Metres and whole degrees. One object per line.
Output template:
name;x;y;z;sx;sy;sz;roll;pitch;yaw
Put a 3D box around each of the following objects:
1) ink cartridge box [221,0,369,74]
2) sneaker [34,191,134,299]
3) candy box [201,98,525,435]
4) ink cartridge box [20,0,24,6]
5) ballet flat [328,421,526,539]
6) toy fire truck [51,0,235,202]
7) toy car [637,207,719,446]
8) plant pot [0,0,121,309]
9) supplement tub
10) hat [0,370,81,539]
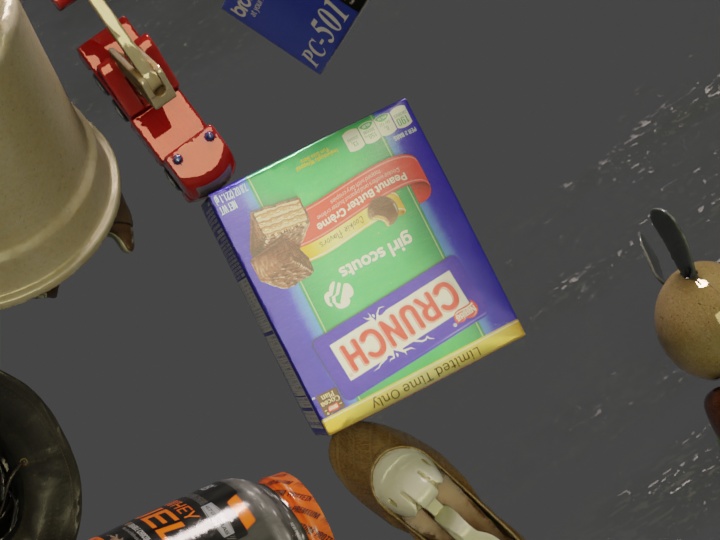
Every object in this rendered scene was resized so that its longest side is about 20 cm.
ink cartridge box;-0.026;-0.228;1.130;0.094;0.200;0.044;33;59;-4
sneaker;-0.259;-0.003;1.149;0.200;0.070;0.076;-31;93;-8
candy box;0.000;0.000;1.180;0.169;0.077;0.200;-27;91;-9
ink cartridge box;-0.279;-0.313;1.128;0.147;0.145;0.200;23;83;-5
ballet flat;0.062;0.183;1.179;0.200;0.072;0.068;43;83;-3
toy fire truck;-0.160;-0.143;1.135;0.049;0.141;0.200;-37;91;-8
toy car;0.286;0.032;1.185;0.158;0.164;0.200;-41;80;-8
plant pot;-0.274;-0.103;1.055;0.200;0.184;0.201;-2;53;2
supplement tub;-0.122;0.225;1.111;0.200;0.123;0.123;-22;89;-27
hat;-0.292;0.145;1.131;0.200;0.081;0.201;-1;103;-5
